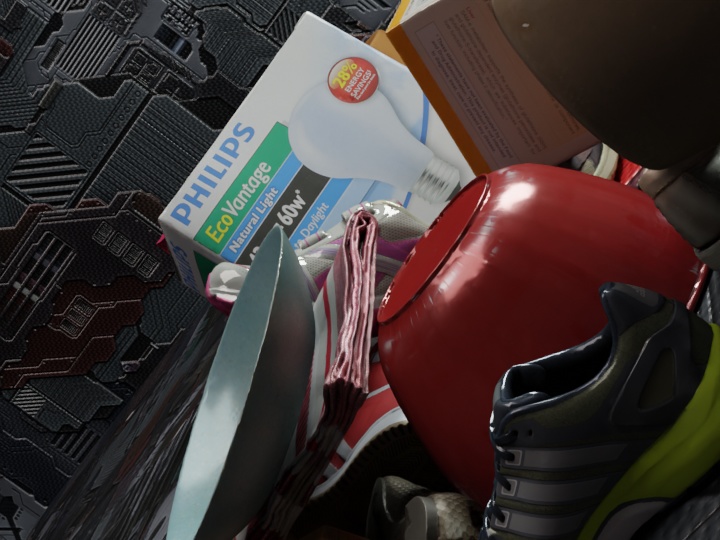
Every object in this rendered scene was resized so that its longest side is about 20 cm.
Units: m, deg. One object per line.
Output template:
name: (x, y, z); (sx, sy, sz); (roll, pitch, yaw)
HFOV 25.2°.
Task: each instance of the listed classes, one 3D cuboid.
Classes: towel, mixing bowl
towel: (-0.037, 0.080, 0.925); (0.145, 0.023, 0.201); (-86, 18, -49)
mixing bowl: (0.079, 0.019, 0.840); (0.201, 0.108, 0.200); (-52, 8, 10)

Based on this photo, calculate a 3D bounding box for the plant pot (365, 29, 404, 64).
plant pot: (0.034, -0.164, 1.732); (0.201, 0.140, 0.200); (-51, 9, 11)

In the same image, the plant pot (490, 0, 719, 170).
plant pot: (0.154, -0.140, 0.691); (0.175, 0.200, 0.201); (-45, 11, 22)

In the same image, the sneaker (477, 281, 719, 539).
sneaker: (0.077, 0.084, 0.669); (0.201, 0.081, 0.074); (-52, 8, 16)

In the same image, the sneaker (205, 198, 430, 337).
sneaker: (0.000, 0.000, 1.033); (0.081, 0.198, 0.089); (97, 173, -75)

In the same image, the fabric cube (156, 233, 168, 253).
fabric cube: (-0.091, -0.084, 1.926); (0.200, 0.195, 0.200); (-42, 16, 52)

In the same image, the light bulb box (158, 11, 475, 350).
light bulb box: (-0.007, -0.041, 1.157); (0.199, 0.199, 0.125); (-57, -13, -18)

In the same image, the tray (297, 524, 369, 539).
tray: (-0.048, 0.214, 0.913); (0.200, 0.037, 0.100); (135, 152, -63)

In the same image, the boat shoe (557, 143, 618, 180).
boat shoe: (0.121, -0.054, 1.040); (0.072, 0.065, 0.200); (-51, 8, 28)

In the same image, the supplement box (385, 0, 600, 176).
supplement box: (0.132, -0.149, 0.953); (0.199, 0.127, 0.074); (-27, 18, 23)

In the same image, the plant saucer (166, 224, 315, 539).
plant saucer: (-0.061, 0.076, 0.893); (0.201, 0.038, 0.203); (-162, 90, -80)

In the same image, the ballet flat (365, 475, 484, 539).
ballet flat: (0.035, 0.141, 0.843); (0.200, 0.046, 0.068); (137, 137, -77)

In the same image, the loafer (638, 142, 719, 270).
loafer: (0.182, -0.080, 0.808); (0.072, 0.063, 0.201); (-49, 10, 37)

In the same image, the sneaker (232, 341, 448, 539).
sneaker: (-0.002, 0.119, 1.017); (0.200, 0.071, 0.113); (-40, 19, 34)
